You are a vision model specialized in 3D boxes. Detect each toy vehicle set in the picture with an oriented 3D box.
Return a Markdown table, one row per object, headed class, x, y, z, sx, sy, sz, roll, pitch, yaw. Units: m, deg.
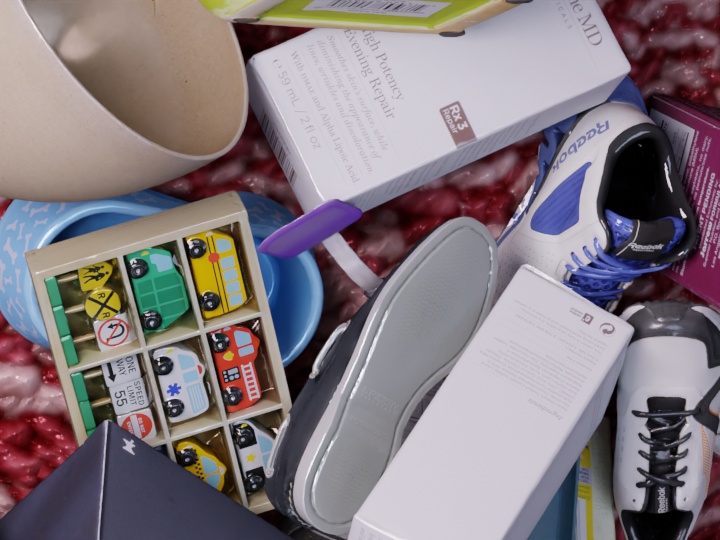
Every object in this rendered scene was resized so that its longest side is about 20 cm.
| class | x | y | z | sx | sy | sz | roll | pitch | yaw |
| --- | --- | --- | --- | --- | --- | --- | --- | --- | --- |
| toy vehicle set | -0.107 | 0.061 | 1.546 | 0.124 | 0.027 | 0.201 | -17 | 122 | -9 |

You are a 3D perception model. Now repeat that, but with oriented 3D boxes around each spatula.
| class | x | y | z | sx | sy | sz | roll | pitch | yaw |
| --- | --- | --- | --- | --- | --- | --- | --- | --- | --- |
| spatula | 0.000 | 0.000 | 1.573 | 0.056 | 0.021 | 0.200 | -30 | 150 | 13 |

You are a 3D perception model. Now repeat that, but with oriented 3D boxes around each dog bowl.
| class | x | y | z | sx | sy | sz | roll | pitch | yaw |
| --- | --- | --- | --- | --- | --- | --- | --- | --- | --- |
| dog bowl | -0.112 | 0.007 | 1.571 | 0.199 | 0.050 | 0.112 | 10 | 102 | -22 |

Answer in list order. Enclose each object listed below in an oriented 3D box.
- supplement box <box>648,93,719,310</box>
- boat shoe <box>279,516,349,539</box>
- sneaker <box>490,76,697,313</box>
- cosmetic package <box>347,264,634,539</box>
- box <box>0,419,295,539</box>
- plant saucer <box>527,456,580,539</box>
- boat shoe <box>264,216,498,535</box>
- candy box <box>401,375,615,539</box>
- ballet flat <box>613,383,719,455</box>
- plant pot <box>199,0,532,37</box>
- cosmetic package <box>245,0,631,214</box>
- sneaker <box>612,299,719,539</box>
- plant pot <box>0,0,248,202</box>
| class | x | y | z | sx | sy | sz | roll | pitch | yaw |
| --- | --- | --- | --- | --- | --- | --- | --- | --- | --- |
| supplement box | 0.257 | -0.026 | 1.615 | 0.130 | 0.200 | 0.104 | 9 | 103 | -22 |
| boat shoe | 0.045 | 0.187 | 1.653 | 0.199 | 0.071 | 0.064 | 22 | 106 | 3 |
| sneaker | 0.136 | -0.011 | 1.619 | 0.080 | 0.115 | 0.200 | 10 | 106 | -21 |
| cosmetic package | 0.070 | 0.111 | 1.550 | 0.081 | 0.113 | 0.200 | 30 | 56 | 12 |
| box | -0.132 | 0.224 | 1.547 | 0.200 | 0.124 | 0.198 | 35 | 118 | -25 |
| plant saucer | 0.091 | 0.172 | 1.604 | 0.070 | 0.019 | 0.201 | 18 | 57 | -17 |
| boat shoe | 0.008 | 0.054 | 1.561 | 0.076 | 0.060 | 0.200 | 42 | 74 | -31 |
| candy box | 0.064 | 0.116 | 1.649 | 0.199 | 0.103 | 0.026 | 16 | 144 | -23 |
| ballet flat | 0.253 | 0.091 | 1.721 | 0.199 | 0.073 | 0.073 | 20 | 98 | -24 |
| plant pot | 0.008 | -0.225 | 1.440 | 0.199 | 0.199 | 0.183 | 1 | 86 | -18 |
| cosmetic package | 0.043 | -0.110 | 1.563 | 0.199 | 0.074 | 0.102 | -26 | 83 | -11 |
| sneaker | 0.185 | 0.096 | 1.625 | 0.073 | 0.080 | 0.201 | 1 | 138 | 8 |
| plant pot | -0.175 | -0.116 | 1.454 | 0.134 | 0.201 | 0.200 | -30 | 118 | 26 |
